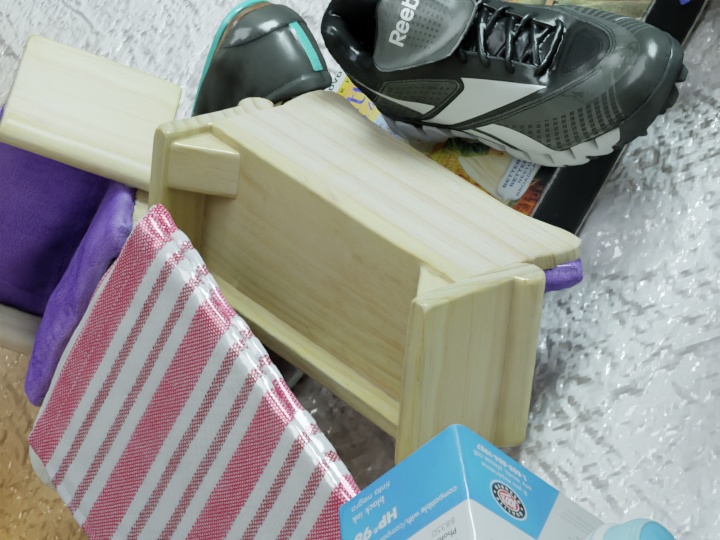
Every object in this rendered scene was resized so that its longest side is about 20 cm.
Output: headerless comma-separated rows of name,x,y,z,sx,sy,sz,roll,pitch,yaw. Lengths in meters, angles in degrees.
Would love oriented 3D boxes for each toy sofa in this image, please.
toy sofa,-0.162,-0.019,1.377,0.200,0.082,0.098,125,162,-55
toy sofa,0.000,0.000,1.192,0.200,0.097,0.083,33,127,41

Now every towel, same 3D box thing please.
towel,-0.067,0.089,1.186,0.200,0.030,0.147,53,131,28

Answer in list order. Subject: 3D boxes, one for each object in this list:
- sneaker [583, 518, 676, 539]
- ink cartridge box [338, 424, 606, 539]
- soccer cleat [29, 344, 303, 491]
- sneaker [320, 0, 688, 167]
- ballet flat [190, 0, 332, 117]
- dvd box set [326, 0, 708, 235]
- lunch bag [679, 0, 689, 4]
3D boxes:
sneaker,0.154,0.138,0.929,0.131,0.079,0.201,-43,45,20
ink cartridge box,0.059,0.168,0.982,0.067,0.116,0.201,-36,37,25
soccer cleat,-0.082,0.049,1.308,0.200,0.069,0.078,-40,39,16
sneaker,0.052,-0.094,1.188,0.200,0.090,0.067,8,68,52
ballet flat,-0.063,-0.041,1.333,0.068,0.068,0.200,44,137,20
dvd box set,0.060,-0.088,1.282,0.200,0.029,0.147,22,79,55
lunch bag,0.169,-0.210,1.206,0.150,0.094,0.200,-34,49,7
